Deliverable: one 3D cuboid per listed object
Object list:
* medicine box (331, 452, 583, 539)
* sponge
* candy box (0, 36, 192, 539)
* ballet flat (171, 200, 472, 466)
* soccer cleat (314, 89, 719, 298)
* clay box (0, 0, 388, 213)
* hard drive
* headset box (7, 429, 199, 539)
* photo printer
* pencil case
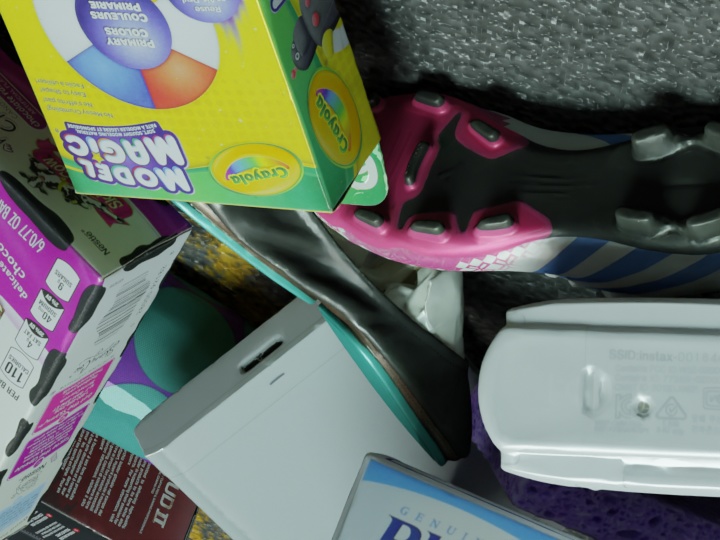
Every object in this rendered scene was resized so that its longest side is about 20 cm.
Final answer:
[{"bbox_3d":[0.082,0.162,1.109,0.181,0.104,0.200,22,176,14],"label":"medicine box"},{"bbox_3d":[0.142,0.109,1.171,0.199,0.030,0.112,24,-172,-16],"label":"sponge"},{"bbox_3d":[-0.167,0.013,1.110,0.136,0.061,0.200,43,132,14],"label":"candy box"},{"bbox_3d":[0.000,0.000,1.095,0.200,0.068,0.068,46,-178,-31],"label":"ballet flat"},{"bbox_3d":[0.072,-0.018,1.017,0.199,0.070,0.086,7,156,29],"label":"soccer cleat"},{"bbox_3d":[-0.068,-0.092,0.951,0.114,0.048,0.201,5,132,29],"label":"clay box"},{"bbox_3d":[0.004,0.089,1.218,0.200,0.132,0.026,49,-175,-42],"label":"hard drive"},{"bbox_3d":[-0.181,0.105,1.416,0.199,0.075,0.148,31,152,-19],"label":"headset box"},{"bbox_3d":[0.147,0.050,1.016,0.165,0.070,0.200,1,176,18],"label":"photo printer"},{"bbox_3d":[-0.110,0.040,1.236,0.199,0.085,0.092,30,136,-16],"label":"pencil case"}]
